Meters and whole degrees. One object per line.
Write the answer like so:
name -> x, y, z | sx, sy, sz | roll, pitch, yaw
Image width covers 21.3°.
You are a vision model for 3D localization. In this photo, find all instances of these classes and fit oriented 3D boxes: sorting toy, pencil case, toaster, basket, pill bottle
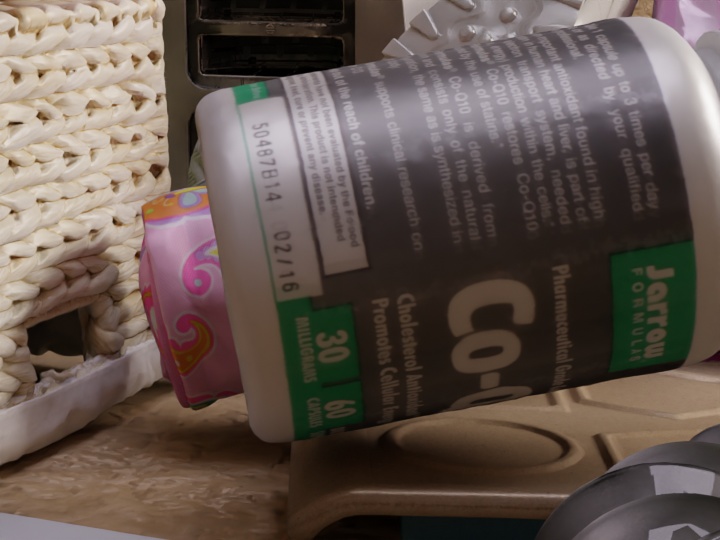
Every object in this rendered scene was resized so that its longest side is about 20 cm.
sorting toy -> 0.075, 0.062, 0.670 | 0.199, 0.037, 0.185 | -3, 11, 0
pencil case -> 0.017, -0.008, 0.718 | 0.199, 0.088, 0.087 | -14, 12, -6
toaster -> -0.035, -0.107, 1.153 | 0.199, 0.181, 0.119 | 3, 14, 13
basket -> -0.194, -0.024, 0.734 | 0.199, 0.161, 0.198 | 4, 12, 20
pill bottle -> 0.054, -0.018, 0.612 | 0.199, 0.113, 0.113 | -11, 12, -4

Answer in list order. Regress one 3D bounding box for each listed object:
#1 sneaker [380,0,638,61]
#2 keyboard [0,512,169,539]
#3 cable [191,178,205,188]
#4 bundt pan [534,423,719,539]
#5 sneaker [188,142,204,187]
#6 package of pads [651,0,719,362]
sneaker -> 0.068, -0.088, 0.815 | 0.076, 0.200, 0.081 | 30, -17, 28
keyboard -> -0.157, 0.079, 0.597 | 0.199, 0.011, 0.056 | 6, 7, 21
cable -> 0.000, 0.000, 0.812 | 0.199, 0.097, 0.050 | 2, 32, 9
bundt pan -> 0.128, 0.085, 0.433 | 0.201, 0.076, 0.202 | 2, 10, 0
sneaker -> 0.002, -0.025, 0.991 | 0.112, 0.078, 0.200 | -3, 21, -42
package of pads -> 0.178, -0.054, 0.812 | 0.120, 0.200, 0.076 | 5, -27, 10
